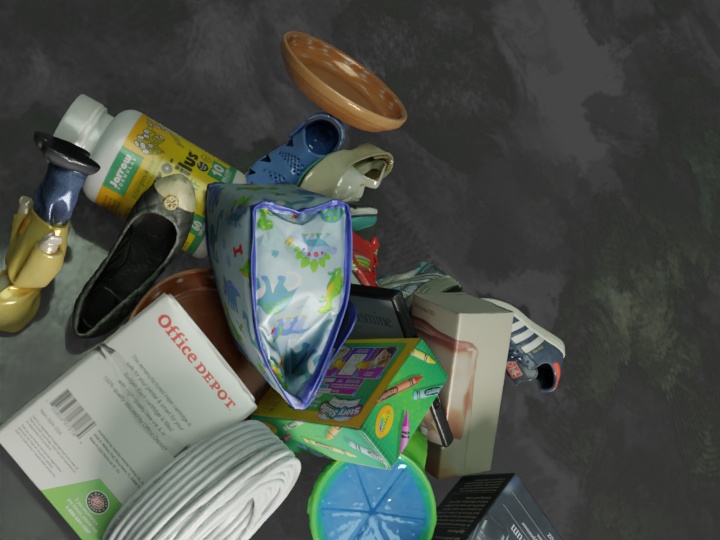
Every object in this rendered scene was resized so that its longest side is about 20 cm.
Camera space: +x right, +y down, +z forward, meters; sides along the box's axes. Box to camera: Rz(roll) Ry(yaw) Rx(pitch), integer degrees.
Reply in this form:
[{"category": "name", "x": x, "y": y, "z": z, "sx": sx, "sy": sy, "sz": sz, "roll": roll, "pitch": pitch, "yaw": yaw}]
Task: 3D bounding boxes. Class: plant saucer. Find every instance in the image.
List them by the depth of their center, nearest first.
[{"category": "plant saucer", "x": -0.173, "y": 0.098, "z": 0.790, "sx": 0.197, "sy": 0.032, "sz": 0.204, "roll": 10, "pitch": 68, "yaw": -25}, {"category": "plant saucer", "x": -0.026, "y": -0.252, "z": 0.944, "sx": 0.198, "sy": 0.038, "sz": 0.201, "roll": 29, "pitch": 27, "yaw": -17}]

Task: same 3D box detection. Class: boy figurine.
[{"category": "boy figurine", "x": -0.330, "y": -0.035, "z": 0.693, "sx": 0.064, "sy": 0.124, "sz": 0.202, "roll": 20, "pitch": 105, "yaw": -43}]

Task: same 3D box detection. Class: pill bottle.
[{"category": "pill bottle", "x": -0.239, "y": -0.108, "z": 0.776, "sx": 0.198, "sy": 0.113, "sz": 0.114, "roll": 30, "pitch": 61, "yaw": -17}]

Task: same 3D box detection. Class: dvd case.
[{"category": "dvd case", "x": 0.023, "y": 0.105, "z": 0.789, "sx": 0.017, "sy": 0.141, "sz": 0.203, "roll": -36, "pitch": 117, "yaw": -33}]

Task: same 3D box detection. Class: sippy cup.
[{"category": "sippy cup", "x": 0.003, "y": 0.257, "z": 0.763, "sx": 0.175, "sy": 0.130, "sz": 0.142, "roll": -16, "pitch": 86, "yaw": -12}]

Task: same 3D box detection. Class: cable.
[{"category": "cable", "x": -0.148, "y": 0.233, "z": 0.665, "sx": 0.069, "sy": 0.200, "sz": 0.201, "roll": 42, "pitch": 96, "yaw": 21}]

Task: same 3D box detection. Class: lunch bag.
[{"category": "lunch bag", "x": -0.086, "y": 0.018, "z": 0.706, "sx": 0.125, "sy": 0.170, "sz": 0.204, "roll": -2, "pitch": 103, "yaw": -25}]

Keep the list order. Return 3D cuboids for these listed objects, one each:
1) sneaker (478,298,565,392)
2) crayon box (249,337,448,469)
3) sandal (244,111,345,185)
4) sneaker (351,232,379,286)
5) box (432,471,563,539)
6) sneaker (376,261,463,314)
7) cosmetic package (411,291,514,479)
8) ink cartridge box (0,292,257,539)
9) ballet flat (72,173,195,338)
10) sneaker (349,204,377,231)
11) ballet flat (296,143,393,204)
[{"category": "sneaker", "x": 0.211, "y": 0.110, "z": 0.974, "sx": 0.198, "sy": 0.075, "sz": 0.086, "roll": 26, "pitch": 58, "yaw": -19}, {"category": "crayon box", "x": -0.018, "y": 0.134, "z": 0.732, "sx": 0.059, "sy": 0.198, "sz": 0.119, "roll": 54, "pitch": 55, "yaw": -22}, {"category": "sandal", "x": -0.084, "y": -0.140, "z": 0.891, "sx": 0.079, "sy": 0.087, "sz": 0.201, "roll": 41, "pitch": 60, "yaw": -13}, {"category": "sneaker", "x": 0.000, "y": 0.000, "z": 0.817, "sx": 0.085, "sy": 0.077, "sz": 0.201, "roll": -38, "pitch": 93, "yaw": -30}, {"category": "box", "x": 0.127, "y": 0.346, "z": 0.750, "sx": 0.199, "sy": 0.107, "sz": 0.149, "roll": -39, "pitch": 94, "yaw": -33}, {"category": "sneaker", "x": 0.034, "y": 0.054, "z": 0.908, "sx": 0.198, "sy": 0.078, "sz": 0.086, "roll": -25, "pitch": 47, "yaw": -19}, {"category": "cosmetic package", "x": 0.112, "y": 0.136, "z": 0.846, "sx": 0.086, "sy": 0.103, "sz": 0.204, "roll": 1, "pitch": 100, "yaw": -30}, {"category": "ink cartridge box", "x": -0.222, "y": 0.142, "z": 0.682, "sx": 0.199, "sy": 0.084, "sz": 0.146, "roll": -40, "pitch": 94, "yaw": -14}, {"category": "ballet flat", "x": -0.232, "y": -0.011, "z": 0.721, "sx": 0.066, "sy": 0.057, "sz": 0.201, "roll": 32, "pitch": 97, "yaw": -16}, {"category": "sneaker", "x": -0.060, "y": -0.034, "z": 0.888, "sx": 0.198, "sy": 0.077, "sz": 0.081, "roll": -26, "pitch": 105, "yaw": -28}, {"category": "ballet flat", "x": -0.011, "y": -0.123, "z": 0.898, "sx": 0.070, "sy": 0.069, "sz": 0.200, "roll": 53, "pitch": 34, "yaw": -3}]
